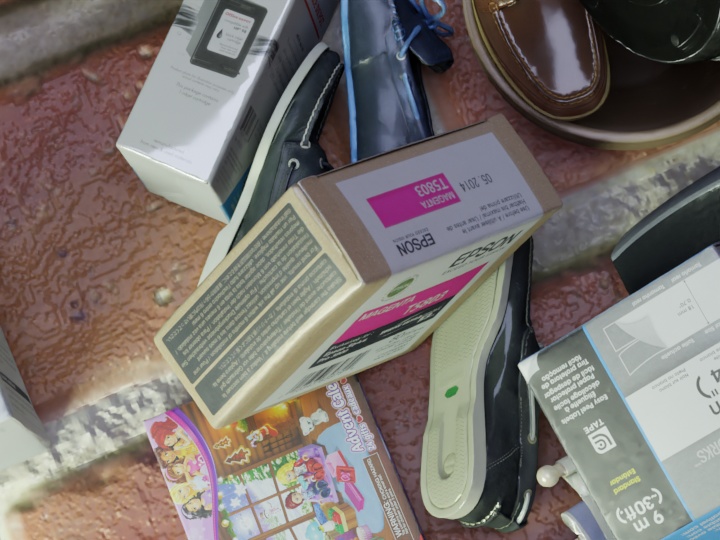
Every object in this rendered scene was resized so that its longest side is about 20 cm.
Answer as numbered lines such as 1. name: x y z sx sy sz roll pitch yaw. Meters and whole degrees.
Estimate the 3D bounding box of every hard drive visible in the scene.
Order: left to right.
1. hard drive: 0.243 -0.003 1.553 0.042 0.200 0.135 -20 82 -45

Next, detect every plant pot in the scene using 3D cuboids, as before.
1. plant pot: 0.166 -0.166 1.638 0.201 0.093 0.201 -1 77 5

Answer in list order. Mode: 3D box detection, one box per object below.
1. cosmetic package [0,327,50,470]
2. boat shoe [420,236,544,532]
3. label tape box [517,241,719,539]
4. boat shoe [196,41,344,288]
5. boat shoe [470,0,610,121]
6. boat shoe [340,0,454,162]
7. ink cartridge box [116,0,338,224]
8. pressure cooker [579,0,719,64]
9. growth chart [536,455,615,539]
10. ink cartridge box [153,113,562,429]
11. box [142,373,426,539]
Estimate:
1. cosmetic package: -0.330 0.053 1.619 0.199 0.123 0.200 -25 76 -1
2. boat shoe: 0.085 0.064 1.620 0.068 0.072 0.200 17 69 -29
3. label tape box: 0.207 0.103 1.517 0.144 0.063 0.200 -33 80 22
4. boat shoe: -0.042 -0.044 1.640 0.066 0.075 0.200 23 81 7
5. boat shoe: 0.096 -0.186 1.567 0.072 0.068 0.200 -19 77 1
6. boat shoe: 0.030 -0.132 1.656 0.069 0.084 0.200 -4 93 15
7. ink cartridge box: -0.075 -0.141 1.642 0.067 0.116 0.200 23 80 10
8. pressure cooker: 0.227 -0.229 1.499 0.200 0.179 0.176 -29 71 -26
9. growth chart: 0.186 0.184 1.570 0.145 0.018 0.200 -18 77 -29
10. ink cartridge box: 0.000 0.000 1.535 0.075 0.200 0.165 56 131 12
11. box: -0.035 0.160 1.613 0.137 0.039 0.200 -23 77 0
